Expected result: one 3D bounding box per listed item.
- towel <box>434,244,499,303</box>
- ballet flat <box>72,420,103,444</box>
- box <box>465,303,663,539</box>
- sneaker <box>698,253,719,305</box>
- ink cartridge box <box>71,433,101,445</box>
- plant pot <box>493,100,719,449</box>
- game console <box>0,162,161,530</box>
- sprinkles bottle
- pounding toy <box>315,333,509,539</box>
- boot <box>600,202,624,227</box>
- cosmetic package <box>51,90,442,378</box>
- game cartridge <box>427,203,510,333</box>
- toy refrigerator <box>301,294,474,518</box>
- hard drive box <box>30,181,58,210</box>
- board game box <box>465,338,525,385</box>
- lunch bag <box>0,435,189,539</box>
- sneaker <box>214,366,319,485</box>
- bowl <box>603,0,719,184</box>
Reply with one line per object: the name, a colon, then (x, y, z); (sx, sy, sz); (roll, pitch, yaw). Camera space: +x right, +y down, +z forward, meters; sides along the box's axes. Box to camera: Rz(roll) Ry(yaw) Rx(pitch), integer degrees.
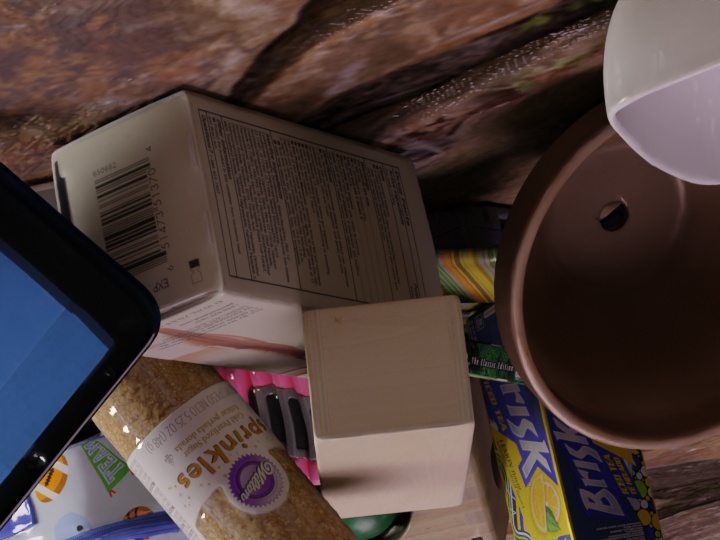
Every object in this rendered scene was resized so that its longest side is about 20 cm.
towel: (0.000, 0.000, 1.298); (0.199, 0.018, 0.086); (-1, 163, 16)
ballet flat: (-0.171, 0.074, 1.302); (0.200, 0.068, 0.068); (-30, -161, -26)
box: (0.124, 0.110, 1.396); (0.064, 0.201, 0.070); (-4, 163, -27)
sneaker: (0.275, -0.045, 1.313); (0.199, 0.090, 0.067); (-14, -173, -8)
ink cartridge box: (-0.257, 0.102, 1.415); (0.145, 0.085, 0.200); (-5, 161, -27)
plant pot: (0.151, -0.015, 1.226); (0.200, 0.202, 0.093); (-7, -155, -20)
game console: (-0.220, 0.041, 1.021); (0.170, 0.118, 0.200); (8, 128, -52)
sprinkles bottle: (-0.059, 0.112, 1.145); (0.068, 0.200, 0.068); (-40, 169, -9)
pounding toy: (-0.001, 0.151, 1.475); (0.183, 0.143, 0.200); (-13, -161, 12)
boot: (0.203, -0.023, 1.377); (0.200, 0.090, 0.073); (-38, 175, -27)
cosmetic package: (-0.050, -0.011, 1.136); (0.087, 0.104, 0.200); (-21, 161, 29)
game cartridge: (0.071, 0.003, 1.420); (0.133, 0.041, 0.200); (-19, 164, 37)
toy refrigerator: (0.013, 0.069, 1.157); (0.076, 0.070, 0.200); (-6, 163, -1)
hard drive box: (-0.228, 0.030, 1.186); (0.199, 0.077, 0.156); (-11, 165, -4)
board game box: (-0.008, 0.041, 1.356); (0.199, 0.024, 0.105); (6, 174, 38)
lunch bag: (-0.176, 0.149, 1.323); (0.200, 0.076, 0.160); (-27, 168, 32)
sneaker: (-0.055, 0.075, 1.412); (0.199, 0.079, 0.095); (10, -164, 33)
bowl: (0.211, -0.112, 1.033); (0.199, 0.075, 0.200); (-18, 163, 20)
